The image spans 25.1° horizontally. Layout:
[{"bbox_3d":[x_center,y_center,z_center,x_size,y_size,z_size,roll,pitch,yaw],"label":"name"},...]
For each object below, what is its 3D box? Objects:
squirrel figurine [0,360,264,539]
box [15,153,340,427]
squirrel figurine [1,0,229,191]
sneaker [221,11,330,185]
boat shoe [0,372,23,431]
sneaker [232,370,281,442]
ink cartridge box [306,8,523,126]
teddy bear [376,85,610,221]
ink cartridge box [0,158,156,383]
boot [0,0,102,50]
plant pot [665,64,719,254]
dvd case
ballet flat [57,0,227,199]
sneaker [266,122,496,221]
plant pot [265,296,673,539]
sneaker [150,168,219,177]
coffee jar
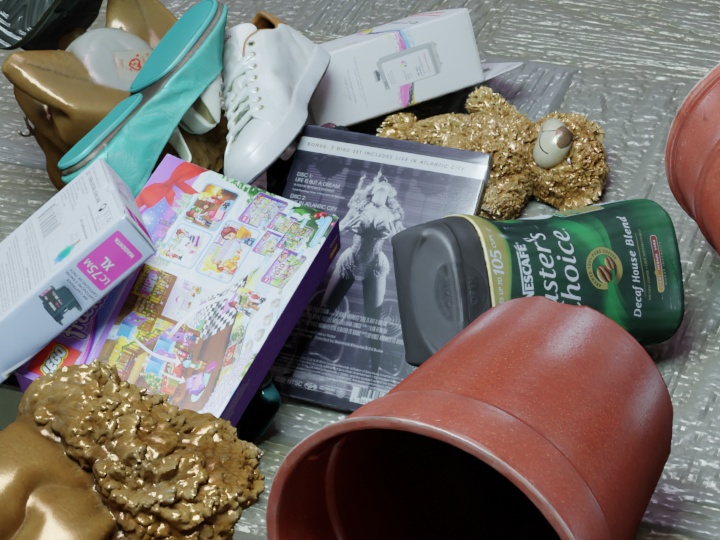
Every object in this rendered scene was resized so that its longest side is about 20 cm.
[{"bbox_3d":[-0.138,0.157,0.906,0.186,0.142,0.200,27,73,28],"label":"squirrel figurine"},{"bbox_3d":[-0.116,0.025,1.074,0.136,0.039,0.200,21,58,16],"label":"box"},{"bbox_3d":[-0.189,-0.100,1.297,0.200,0.187,0.142,37,54,0],"label":"squirrel figurine"},{"bbox_3d":[-0.085,-0.131,1.225,0.085,0.073,0.200,39,30,-15],"label":"sneaker"},{"bbox_3d":[-0.300,0.090,1.124,0.199,0.071,0.063,-4,33,10],"label":"boat shoe"},{"bbox_3d":[-0.091,0.072,1.107,0.079,0.072,0.201,5,53,1],"label":"sneaker"},{"bbox_3d":[0.027,-0.178,1.403,0.199,0.068,0.116,-19,13,-17],"label":"ink cartridge box"},{"bbox_3d":[0.100,-0.095,1.314,0.199,0.067,0.145,15,44,28],"label":"teddy bear"},{"bbox_3d":[-0.226,0.019,1.058,0.200,0.042,0.119,-38,27,1],"label":"ink cartridge box"},{"bbox_3d":[-0.225,-0.240,1.294,0.182,0.073,0.200,-41,-1,8],"label":"boot"},{"bbox_3d":[0.325,-0.028,1.090,0.200,0.201,0.196,-7,44,-1],"label":"plant pot"},{"bbox_3d":[0.000,0.000,1.150,0.148,0.016,0.201,11,76,22],"label":"dvd case"},{"bbox_3d":[-0.143,-0.113,1.179,0.067,0.070,0.200,-12,36,46],"label":"ballet flat"},{"bbox_3d":[0.016,-0.054,1.226,0.199,0.116,0.076,3,34,13],"label":"sneaker"},{"bbox_3d":[0.081,0.123,0.931,0.200,0.202,0.195,14,33,25],"label":"plant pot"},{"bbox_3d":[-0.154,0.011,1.169,0.077,0.091,0.200,17,56,18],"label":"sneaker"},{"bbox_3d":[0.118,0.009,1.096,0.199,0.105,0.085,-7,-2,-27],"label":"coffee jar"}]
